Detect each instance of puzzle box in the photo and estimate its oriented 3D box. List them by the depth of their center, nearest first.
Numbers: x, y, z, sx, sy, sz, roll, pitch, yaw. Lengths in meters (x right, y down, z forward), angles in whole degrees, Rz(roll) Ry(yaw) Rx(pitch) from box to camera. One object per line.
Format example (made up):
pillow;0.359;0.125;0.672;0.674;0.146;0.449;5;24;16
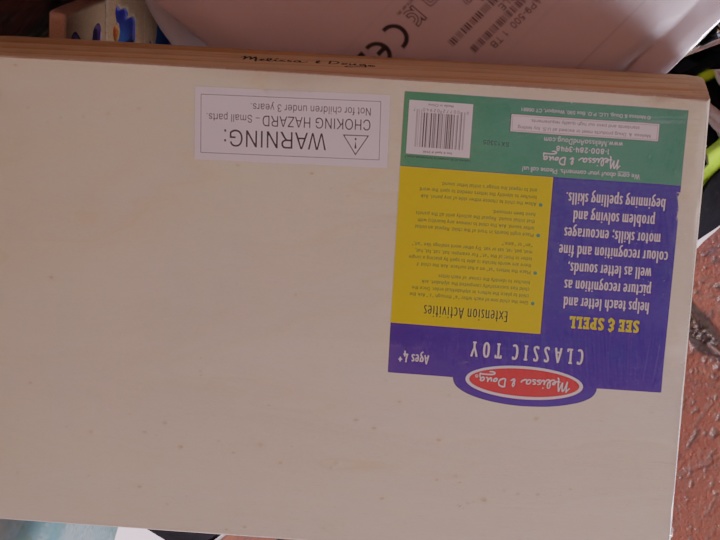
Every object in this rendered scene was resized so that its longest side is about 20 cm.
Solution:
puzzle box;-0.009;0.009;0.673;0.025;0.198;0.134;-78;172;-72

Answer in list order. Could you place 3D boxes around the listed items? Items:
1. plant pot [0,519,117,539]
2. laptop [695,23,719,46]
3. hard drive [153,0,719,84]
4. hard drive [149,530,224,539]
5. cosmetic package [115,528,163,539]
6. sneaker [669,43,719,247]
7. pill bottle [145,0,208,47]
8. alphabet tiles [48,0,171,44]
plant pot;-0.173;0.064;0.816;0.201;0.196;0.196;-55;174;-10
laptop;0.126;-0.177;0.831;0.103;0.178;0.200;-25;180;-23
hard drive;-0.001;-0.110;0.651;0.132;0.200;0.027;-44;-163;23
hard drive;0.000;0.000;0.829;0.200;0.038;0.140;-44;-163;48
cosmetic package;-0.123;0.067;1.004;0.085;0.107;0.201;-51;155;-36
sneaker;0.128;-0.059;0.874;0.199;0.072;0.083;-21;154;-44
pill bottle;0.008;-0.128;0.776;0.112;0.112;0.200;-45;-175;27
alphabet tiles;-0.064;-0.058;0.762;0.167;0.007;0.202;-44;138;-70
